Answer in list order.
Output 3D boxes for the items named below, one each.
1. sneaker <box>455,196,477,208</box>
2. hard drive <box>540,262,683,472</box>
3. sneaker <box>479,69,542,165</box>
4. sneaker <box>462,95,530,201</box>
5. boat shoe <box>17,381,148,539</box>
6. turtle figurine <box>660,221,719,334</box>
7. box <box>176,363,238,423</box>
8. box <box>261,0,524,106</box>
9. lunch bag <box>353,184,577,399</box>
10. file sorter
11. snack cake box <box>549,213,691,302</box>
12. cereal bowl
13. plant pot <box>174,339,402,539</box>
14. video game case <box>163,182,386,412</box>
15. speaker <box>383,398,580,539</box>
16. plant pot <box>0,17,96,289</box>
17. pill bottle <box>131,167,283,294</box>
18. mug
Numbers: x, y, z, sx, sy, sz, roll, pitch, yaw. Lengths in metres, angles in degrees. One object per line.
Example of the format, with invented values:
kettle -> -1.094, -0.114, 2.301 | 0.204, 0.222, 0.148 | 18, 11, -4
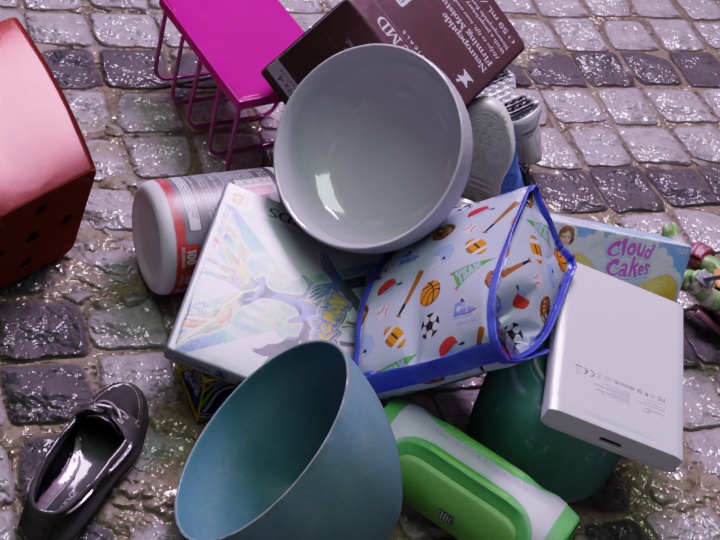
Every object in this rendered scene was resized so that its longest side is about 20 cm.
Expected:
sneaker -> 0.152, 0.018, 1.402 | 0.199, 0.084, 0.121 | 31, 56, -6
hard drive -> 0.239, 0.085, 1.225 | 0.131, 0.026, 0.201 | 21, 42, -5
sneaker -> 0.179, -0.193, 1.646 | 0.074, 0.082, 0.200 | -22, 29, 1
sneaker -> 0.145, -0.119, 1.464 | 0.076, 0.202, 0.112 | -1, 34, 15
boat shoe -> -0.235, 0.160, 1.145 | 0.066, 0.057, 0.201 | 20, 42, 5
turtle figurine -> 0.402, -0.018, 1.451 | 0.193, 0.200, 0.145 | 22, 70, 40
box -> -0.072, 0.086, 1.270 | 0.198, 0.065, 0.070 | -9, 49, -25
box -> 0.038, -0.226, 1.406 | 0.166, 0.164, 0.200 | 51, 46, -8
lunch bag -> 0.093, 0.036, 1.225 | 0.124, 0.169, 0.201 | 56, 37, -22
file sorter -> -0.137, -0.220, 1.526 | 0.138, 0.126, 0.201 | -15, 52, -31
snack cake box -> 0.241, 0.009, 1.368 | 0.198, 0.116, 0.067 | 8, 11, -32
cereal bowl -> 0.020, -0.112, 1.264 | 0.200, 0.201, 0.083 | 39, 10, 23
plant pot -> -0.041, 0.180, 1.111 | 0.135, 0.199, 0.201 | 44, 35, -24
video game case -> -0.072, 0.028, 1.244 | 0.181, 0.022, 0.202 | 21, 55, -8
speaker -> 0.096, 0.200, 1.186 | 0.199, 0.089, 0.088 | 32, 44, 17
plant pot -> -0.374, -0.091, 1.279 | 0.176, 0.200, 0.199 | 45, 48, 13
pill bottle -> -0.126, -0.045, 1.353 | 0.198, 0.117, 0.116 | -9, 48, -25
mug -> 0.201, 0.123, 1.279 | 0.152, 0.115, 0.184 | 37, 46, 21
